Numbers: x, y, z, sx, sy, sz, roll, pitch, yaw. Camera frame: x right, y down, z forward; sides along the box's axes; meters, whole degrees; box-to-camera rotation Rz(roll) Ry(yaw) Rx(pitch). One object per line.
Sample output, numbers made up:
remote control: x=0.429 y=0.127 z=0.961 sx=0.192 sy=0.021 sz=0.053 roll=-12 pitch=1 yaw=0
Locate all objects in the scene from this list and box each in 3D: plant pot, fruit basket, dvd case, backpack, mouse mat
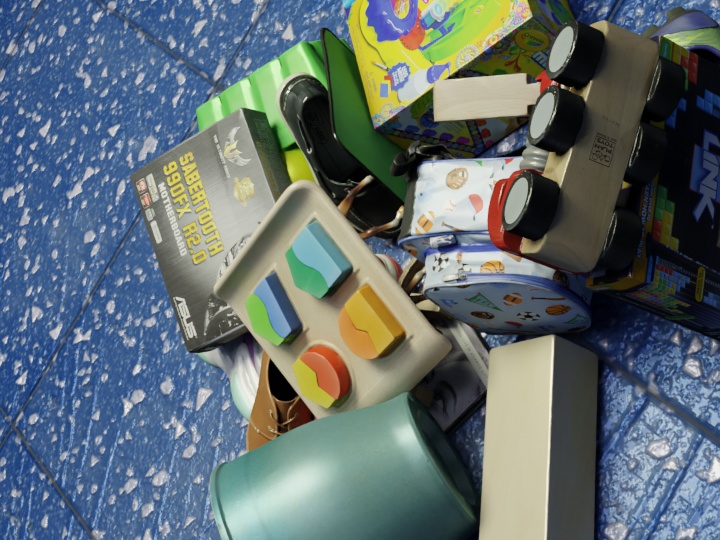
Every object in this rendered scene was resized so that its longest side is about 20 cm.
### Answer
plant pot: x=-0.001 y=0.209 z=1.205 sx=0.187 sy=0.200 sz=0.201 roll=-33 pitch=50 yaw=8
fruit basket: x=-0.062 y=-0.118 z=1.456 sx=0.213 sy=0.155 sz=0.219 roll=7 pitch=104 yaw=29
dvd case: x=0.038 y=0.117 z=1.326 sx=0.200 sy=0.016 sz=0.149 roll=-46 pitch=46 yaw=16
backpack: x=0.145 y=-0.030 z=1.183 sx=0.189 sy=0.199 sz=0.156 roll=-13 pitch=69 yaw=30
mouse mat: x=0.019 y=-0.137 z=1.332 sx=0.007 sy=0.161 sz=0.201 roll=-34 pitch=36 yaw=23

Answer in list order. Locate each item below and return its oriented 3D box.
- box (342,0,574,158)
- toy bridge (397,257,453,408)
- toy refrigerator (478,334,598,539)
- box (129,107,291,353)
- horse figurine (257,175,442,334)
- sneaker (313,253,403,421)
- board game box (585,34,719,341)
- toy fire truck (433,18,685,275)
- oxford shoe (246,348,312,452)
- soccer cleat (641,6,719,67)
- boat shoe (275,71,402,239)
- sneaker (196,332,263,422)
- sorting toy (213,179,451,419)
box: x=0.101 y=-0.241 z=1.363 sx=0.192 sy=0.122 sz=0.202 roll=-33 pitch=51 yaw=26
toy bridge: x=0.060 y=0.034 z=1.314 sx=0.067 sy=0.027 sz=0.202 roll=5 pitch=72 yaw=43
toy refrigerator: x=0.153 y=0.165 z=1.162 sx=0.075 sy=0.070 sz=0.202 roll=-18 pitch=59 yaw=44
box: x=-0.135 y=-0.038 z=1.391 sx=0.157 sy=0.048 sz=0.202 roll=-26 pitch=77 yaw=28
horse figurine: x=0.000 y=0.000 z=1.280 sx=0.132 sy=0.050 sz=0.201 roll=-29 pitch=70 yaw=-4
sneaker: x=-0.023 y=0.070 z=1.332 sx=0.073 sy=0.086 sz=0.202 roll=-3 pitch=68 yaw=43
board game box: x=0.266 y=-0.060 z=1.087 sx=0.057 sy=0.164 sz=0.202 roll=-17 pitch=59 yaw=57
toy fire truck: x=0.133 y=-0.096 z=1.066 sx=0.200 sy=0.127 sz=0.178 roll=-178 pitch=105 yaw=-74
oxford shoe: x=-0.078 y=0.147 z=1.342 sx=0.070 sy=0.071 sz=0.203 roll=0 pitch=94 yaw=-1
soccer cleat: x=0.245 y=-0.146 z=1.226 sx=0.200 sy=0.064 sz=0.084 roll=-44 pitch=49 yaw=18
boat shoe: x=-0.008 y=-0.105 z=1.344 sx=0.074 sy=0.200 sz=0.066 roll=-35 pitch=24 yaw=-9
sneaker: x=-0.099 y=0.060 z=1.445 sx=0.140 sy=0.078 sz=0.200 roll=-51 pitch=55 yaw=10
sorting toy: x=-0.034 y=0.045 z=1.236 sx=0.200 sy=0.036 sz=0.185 roll=48 pitch=133 yaw=7
